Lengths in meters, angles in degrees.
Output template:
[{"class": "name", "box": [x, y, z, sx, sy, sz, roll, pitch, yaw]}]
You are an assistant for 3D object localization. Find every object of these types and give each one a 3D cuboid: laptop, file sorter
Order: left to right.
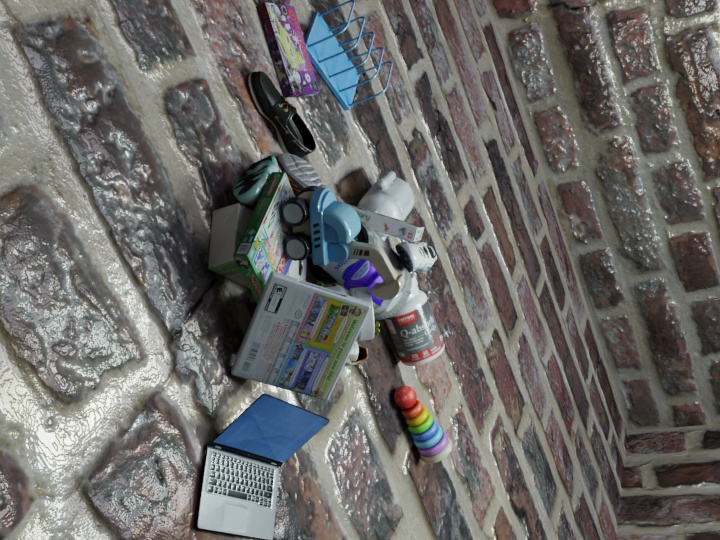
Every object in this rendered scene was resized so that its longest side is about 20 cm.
[{"class": "laptop", "box": [-0.154, 0.328, 1.183, 0.187, 0.115, 0.201, 35, 49, -48]}, {"class": "file sorter", "box": [-0.025, -0.517, 1.730, 0.200, 0.122, 0.139, 50, 40, -39]}]

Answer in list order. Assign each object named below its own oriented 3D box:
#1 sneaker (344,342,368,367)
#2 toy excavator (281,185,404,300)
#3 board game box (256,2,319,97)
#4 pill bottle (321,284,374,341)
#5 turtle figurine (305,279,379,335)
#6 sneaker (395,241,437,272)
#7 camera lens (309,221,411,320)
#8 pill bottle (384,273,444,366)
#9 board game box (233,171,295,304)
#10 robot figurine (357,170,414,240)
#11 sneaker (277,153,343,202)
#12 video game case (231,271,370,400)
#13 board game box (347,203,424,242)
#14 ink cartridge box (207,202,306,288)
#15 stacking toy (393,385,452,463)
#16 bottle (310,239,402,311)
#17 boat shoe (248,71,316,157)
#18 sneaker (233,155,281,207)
[{"class": "sneaker", "box": [-0.056, 0.150, 1.452, 0.200, 0.084, 0.073, 21, 62, -52]}, {"class": "toy excavator", "box": [-0.025, -0.047, 1.268, 0.100, 0.199, 0.195, -47, 137, -61]}, {"class": "board game box", "box": [-0.156, -0.483, 1.588, 0.120, 0.032, 0.201, -32, 107, -63]}, {"class": "pill bottle", "box": [-0.080, 0.086, 1.298, 0.114, 0.199, 0.115, 175, -90, -83]}, {"class": "turtle figurine", "box": [-0.045, 0.110, 1.408, 0.161, 0.064, 0.201, -7, 68, -26]}, {"class": "sneaker", "box": [0.123, -0.035, 1.546, 0.072, 0.072, 0.200, 62, 10, 7]}, {"class": "camera lens", "box": [0.000, 0.000, 1.530, 0.200, 0.159, 0.161, 41, 45, -46]}, {"class": "pill bottle", "box": [0.118, 0.117, 1.731, 0.116, 0.115, 0.201, -44, 116, -56]}, {"class": "board game box", "box": [-0.152, -0.054, 1.248, 0.135, 0.029, 0.201, 70, 28, -46]}, {"class": "robot figurine", "box": [0.060, -0.153, 1.739, 0.200, 0.112, 0.170, -54, 148, -54]}, {"class": "sneaker", "box": [-0.121, -0.142, 1.469, 0.077, 0.112, 0.200, -12, 55, -48]}, {"class": "video game case", "box": [-0.102, 0.116, 1.232, 0.181, 0.201, 0.022, 18, 19, -17]}, {"class": "board game box", "box": [0.034, -0.107, 1.576, 0.126, 0.199, 0.035, -20, 127, -78]}, {"class": "ink cartridge box", "box": [-0.183, -0.028, 1.320, 0.200, 0.067, 0.118, 31, 52, -50]}, {"class": "stacking toy", "box": [0.142, 0.359, 1.723, 0.201, 0.085, 0.085, 61, 33, -16]}, {"class": "bottle", "box": [-0.009, -0.002, 1.381, 0.200, 0.084, 0.065, 41, -7, 16]}, {"class": "boat shoe", "box": [-0.159, -0.324, 1.487, 0.202, 0.063, 0.074, 59, 36, -26]}, {"class": "sneaker", "box": [-0.162, -0.126, 1.342, 0.140, 0.077, 0.200, 62, 16, -19]}]
